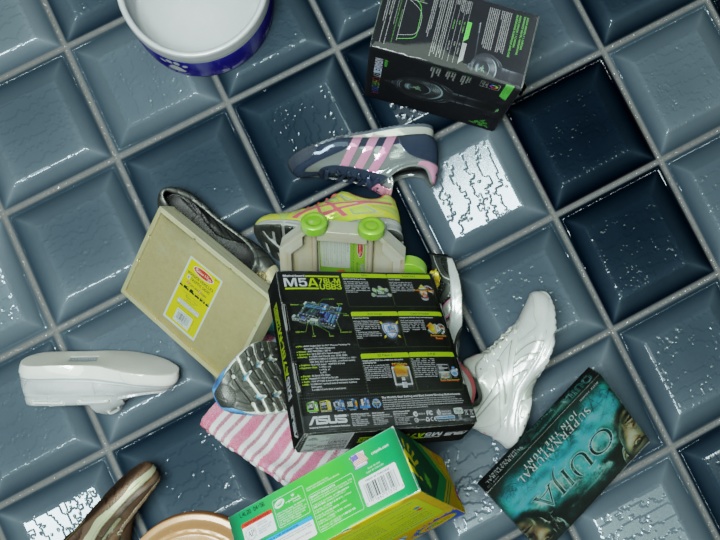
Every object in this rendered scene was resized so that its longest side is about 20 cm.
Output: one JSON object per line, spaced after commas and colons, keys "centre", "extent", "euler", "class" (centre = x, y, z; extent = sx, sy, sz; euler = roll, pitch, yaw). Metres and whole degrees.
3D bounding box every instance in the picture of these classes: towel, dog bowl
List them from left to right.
{"centre": [-0.213, -0.363, 1.012], "extent": [0.196, 0.079, 0.204], "euler": [0, 84, -1], "class": "dog bowl"}
{"centre": [-0.087, 0.169, 0.926], "extent": [0.198, 0.030, 0.147], "euler": [22, 69, 35], "class": "towel"}

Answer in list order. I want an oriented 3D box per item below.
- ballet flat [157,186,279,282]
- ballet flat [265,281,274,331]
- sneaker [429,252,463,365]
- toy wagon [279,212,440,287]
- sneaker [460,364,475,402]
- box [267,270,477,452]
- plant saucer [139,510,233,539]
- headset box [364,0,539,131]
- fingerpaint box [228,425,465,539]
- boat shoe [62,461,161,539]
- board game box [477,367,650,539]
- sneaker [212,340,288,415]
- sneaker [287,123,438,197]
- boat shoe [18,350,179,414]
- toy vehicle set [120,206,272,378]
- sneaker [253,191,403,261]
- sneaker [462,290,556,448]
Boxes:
{"centre": [-0.184, -0.032, 0.991], "extent": [0.199, 0.057, 0.067], "euler": [38, 86, 2], "class": "ballet flat"}
{"centre": [-0.130, 0.050, 0.959], "extent": [0.197, 0.070, 0.067], "euler": [-14, 73, 17], "class": "ballet flat"}
{"centre": [0.086, 0.077, 0.977], "extent": [0.085, 0.080, 0.204], "euler": [0, 82, 3], "class": "sneaker"}
{"centre": [0.000, 0.000, 0.952], "extent": [0.196, 0.157, 0.040], "euler": [4, 44, 2], "class": "toy wagon"}
{"centre": [0.038, 0.116, 0.920], "extent": [0.197, 0.086, 0.075], "euler": [21, 108, 21], "class": "sneaker"}
{"centre": [0.010, 0.091, 0.839], "extent": [0.196, 0.048, 0.196], "euler": [0, 53, -23], "class": "box"}
{"centre": [-0.205, 0.406, 0.962], "extent": [0.196, 0.032, 0.205], "euler": [0, 84, -2], "class": "plant saucer"}
{"centre": [0.112, -0.261, 0.962], "extent": [0.196, 0.174, 0.095], "euler": [15, 84, -1], "class": "headset box"}
{"centre": [-0.009, 0.255, 0.810], "extent": [0.198, 0.167, 0.074], "euler": [-31, 58, 10], "class": "fingerpaint box"}
{"centre": [-0.309, 0.328, 0.954], "extent": [0.075, 0.075, 0.202], "euler": [44, 92, -9], "class": "boat shoe"}
{"centre": [0.256, 0.238, 0.961], "extent": [0.200, 0.028, 0.135], "euler": [-45, 112, -4], "class": "board game box"}
{"centre": [-0.111, 0.124, 0.857], "extent": [0.089, 0.200, 0.079], "euler": [-29, 86, 18], "class": "sneaker"}
{"centre": [0.007, -0.132, 0.998], "extent": [0.196, 0.070, 0.084], "euler": [-11, 81, -1], "class": "sneaker"}
{"centre": [-0.326, 0.145, 0.970], "extent": [0.196, 0.072, 0.070], "euler": [0, 106, -8], "class": "boat shoe"}
{"centre": [-0.196, 0.029, 0.937], "extent": [0.199, 0.026, 0.125], "euler": [37, 106, 21], "class": "toy vehicle set"}
{"centre": [-0.039, -0.059, 0.997], "extent": [0.196, 0.079, 0.091], "euler": [1, 51, 8], "class": "sneaker"}
{"centre": [0.183, 0.114, 0.977], "extent": [0.098, 0.078, 0.203], "euler": [19, 83, 4], "class": "sneaker"}
